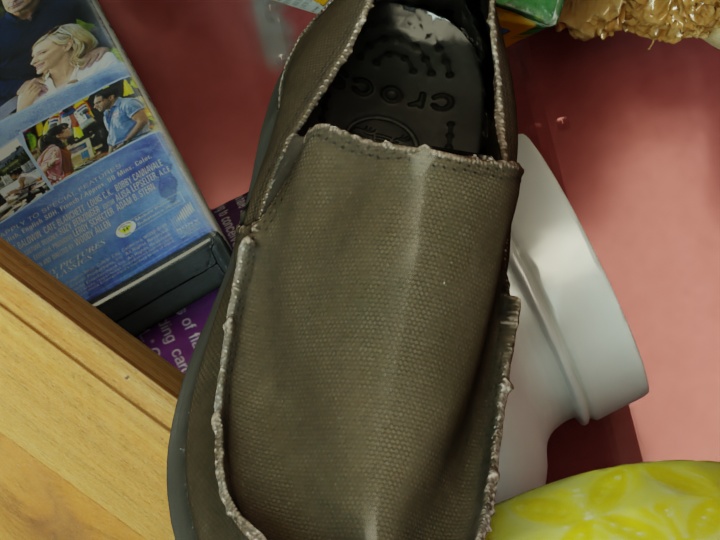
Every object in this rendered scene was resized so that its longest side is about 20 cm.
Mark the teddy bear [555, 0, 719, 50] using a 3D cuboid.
[{"bbox_3d":[0.145,-0.094,0.771,0.200,0.067,0.145,-23,54,29],"label":"teddy bear"}]

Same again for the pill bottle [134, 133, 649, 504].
[{"bbox_3d":[-0.030,0.042,0.760,0.200,0.112,0.113,-26,75,-1],"label":"pill bottle"}]

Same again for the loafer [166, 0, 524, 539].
[{"bbox_3d":[0.000,0.000,0.654,0.073,0.071,0.200,9,49,-8],"label":"loafer"}]

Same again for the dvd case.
[{"bbox_3d":[-0.124,-0.022,0.774,0.143,0.018,0.200,-30,39,0],"label":"dvd case"}]

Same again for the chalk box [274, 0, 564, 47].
[{"bbox_3d":[0.013,-0.171,0.777,0.124,0.125,0.200,18,87,-7],"label":"chalk box"}]

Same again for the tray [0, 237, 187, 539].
[{"bbox_3d":[-0.066,0.070,0.685,0.200,0.037,0.099,37,96,-15],"label":"tray"}]

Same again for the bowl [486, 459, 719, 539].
[{"bbox_3d":[0.076,0.156,0.669,0.200,0.200,0.108,-35,31,-4],"label":"bowl"}]
